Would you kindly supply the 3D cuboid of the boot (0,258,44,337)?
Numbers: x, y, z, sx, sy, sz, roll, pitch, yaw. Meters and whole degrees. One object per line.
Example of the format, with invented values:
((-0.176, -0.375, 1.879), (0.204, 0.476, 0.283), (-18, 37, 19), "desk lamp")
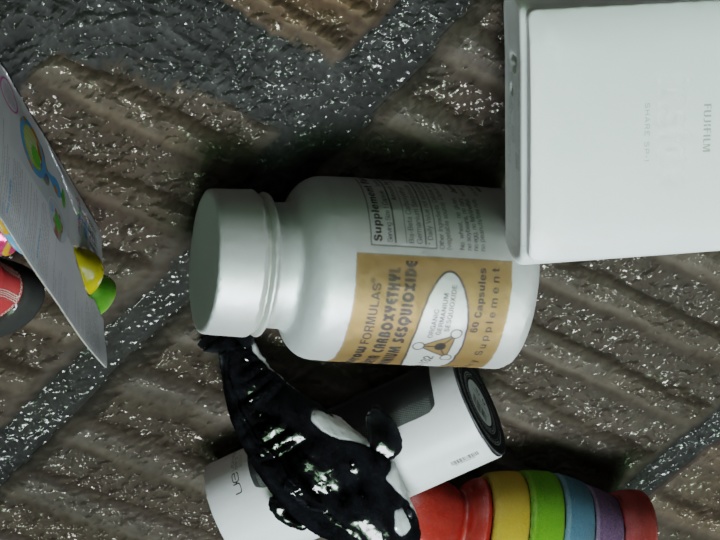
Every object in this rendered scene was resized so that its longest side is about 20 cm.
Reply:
((-0.302, 0.014, 1.406), (0.199, 0.073, 0.144), (-2, 167, 16), "boot")

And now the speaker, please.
((-0.005, 0.131, 1.583), (0.200, 0.081, 0.081), (-25, 136, 14), "speaker")

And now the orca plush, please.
((-0.032, 0.118, 1.503), (0.105, 0.071, 0.200), (-23, 103, 13), "orca plush")

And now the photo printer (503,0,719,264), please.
((0.186, -0.090, 1.366), (0.199, 0.069, 0.167), (-3, 106, -10), "photo printer")

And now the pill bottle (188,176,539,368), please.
((0.000, 0.000, 1.424), (0.199, 0.115, 0.115), (3, 135, -16), "pill bottle")

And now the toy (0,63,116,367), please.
((-0.204, -0.039, 1.335), (0.047, 0.115, 0.200), (-19, 137, 12), "toy")

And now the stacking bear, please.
((0.101, 0.195, 1.651), (0.199, 0.122, 0.114), (11, 135, -13), "stacking bear")
